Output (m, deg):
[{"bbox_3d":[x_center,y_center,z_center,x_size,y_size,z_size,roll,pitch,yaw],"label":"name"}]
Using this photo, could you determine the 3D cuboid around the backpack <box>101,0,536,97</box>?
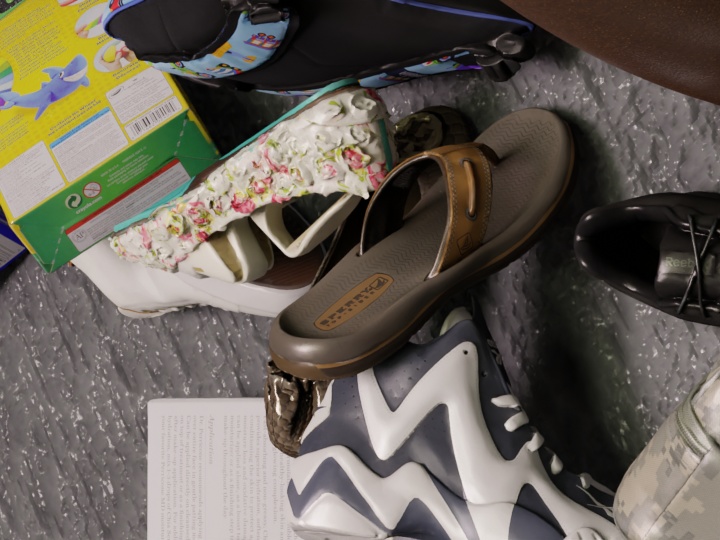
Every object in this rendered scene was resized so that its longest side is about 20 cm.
[{"bbox_3d":[-0.027,-0.158,1.390,0.200,0.182,0.135,-12,72,57],"label":"backpack"}]

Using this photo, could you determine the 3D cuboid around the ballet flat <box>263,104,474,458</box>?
[{"bbox_3d":[0.000,0.000,1.389,0.067,0.046,0.200,5,64,49],"label":"ballet flat"}]

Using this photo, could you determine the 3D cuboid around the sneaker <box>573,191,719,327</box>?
[{"bbox_3d":[0.179,0.003,1.229,0.200,0.091,0.076,5,90,44],"label":"sneaker"}]

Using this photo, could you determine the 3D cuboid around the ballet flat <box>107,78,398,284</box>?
[{"bbox_3d":[-0.054,-0.030,1.405,0.200,0.076,0.064,-30,85,45],"label":"ballet flat"}]

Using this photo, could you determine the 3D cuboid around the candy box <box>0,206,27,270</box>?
[{"bbox_3d":[-0.297,-0.092,1.640,0.077,0.169,0.200,-36,66,7],"label":"candy box"}]

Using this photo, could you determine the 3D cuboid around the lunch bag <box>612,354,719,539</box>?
[{"bbox_3d":[0.229,0.079,1.110,0.200,0.139,0.168,39,123,13],"label":"lunch bag"}]

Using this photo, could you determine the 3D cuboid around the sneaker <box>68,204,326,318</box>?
[{"bbox_3d":[-0.091,-0.006,1.536,0.200,0.073,0.085,24,138,36],"label":"sneaker"}]

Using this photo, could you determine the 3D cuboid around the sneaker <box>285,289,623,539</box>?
[{"bbox_3d":[0.071,0.076,1.309,0.199,0.079,0.130,8,77,10],"label":"sneaker"}]

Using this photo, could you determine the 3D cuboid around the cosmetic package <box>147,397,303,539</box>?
[{"bbox_3d":[-0.021,0.115,1.442,0.200,0.071,0.102,-2,86,46],"label":"cosmetic package"}]

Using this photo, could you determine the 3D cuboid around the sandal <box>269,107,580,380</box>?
[{"bbox_3d":[0.028,-0.024,1.321,0.082,0.200,0.055,18,138,50],"label":"sandal"}]

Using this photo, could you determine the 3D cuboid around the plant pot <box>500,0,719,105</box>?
[{"bbox_3d":[0.126,-0.164,1.208,0.187,0.200,0.187,-2,88,46],"label":"plant pot"}]

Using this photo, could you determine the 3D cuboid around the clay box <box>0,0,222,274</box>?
[{"bbox_3d":[-0.161,-0.095,1.544,0.115,0.048,0.200,-33,39,1],"label":"clay box"}]
